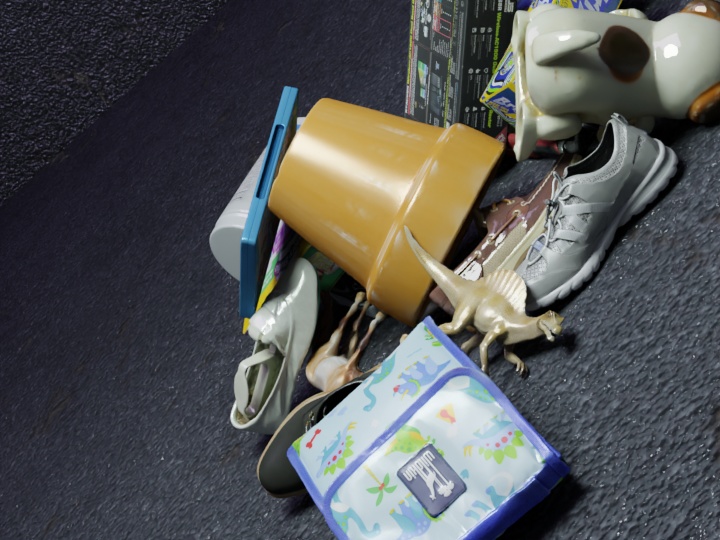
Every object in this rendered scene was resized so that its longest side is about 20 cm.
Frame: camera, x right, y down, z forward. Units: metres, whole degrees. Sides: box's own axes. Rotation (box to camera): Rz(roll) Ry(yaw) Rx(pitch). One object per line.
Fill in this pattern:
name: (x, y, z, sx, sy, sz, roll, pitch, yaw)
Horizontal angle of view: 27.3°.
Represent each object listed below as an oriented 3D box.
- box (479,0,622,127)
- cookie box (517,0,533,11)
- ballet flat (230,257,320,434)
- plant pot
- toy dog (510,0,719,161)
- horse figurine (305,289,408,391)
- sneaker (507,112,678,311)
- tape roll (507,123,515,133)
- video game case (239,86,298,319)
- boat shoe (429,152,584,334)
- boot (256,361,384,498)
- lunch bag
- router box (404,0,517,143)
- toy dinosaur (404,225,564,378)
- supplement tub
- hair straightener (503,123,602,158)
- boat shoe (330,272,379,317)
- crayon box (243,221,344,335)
box: (0.200, -0.236, 1.501, 0.064, 0.070, 0.200, -26, 32, 61)
cookie box: (0.195, -0.300, 1.682, 0.171, 0.075, 0.200, -51, 21, -7)
ballet flat: (-0.092, 0.084, 1.535, 0.069, 0.069, 0.201, -103, 26, -67)
plant pot: (0.018, -0.075, 1.458, 0.201, 0.183, 0.200, -62, -5, -10)
toy dog: (0.243, -0.191, 1.347, 0.194, 0.199, 0.140, 90, 179, -69)
horse figurine: (-0.016, 0.090, 1.504, 0.133, 0.050, 0.200, -57, 24, 8)
sneaker: (0.188, -0.052, 1.322, 0.200, 0.082, 0.075, -50, 20, -2)
tape roll: (0.203, -0.235, 1.708, 0.203, 0.037, 0.203, -39, 22, 19)
video game case: (-0.094, -0.070, 1.535, 0.143, 0.018, 0.200, 98, -176, -57)
boat shoe: (0.136, -0.038, 1.390, 0.200, 0.072, 0.072, -55, -10, -10)
boot: (-0.037, 0.144, 1.332, 0.200, 0.078, 0.138, -41, -11, 19)
lunch bag: (0.055, 0.156, 1.158, 0.170, 0.127, 0.200, -44, 33, 2)
router box: (0.106, -0.235, 1.605, 0.150, 0.062, 0.201, -135, 45, -60)
toy dinosaur: (0.103, 0.040, 1.311, 0.200, 0.058, 0.101, 30, 95, 41)
supplement tub: (-0.089, -0.084, 1.878, 0.132, 0.132, 0.200, -21, 33, 51)
hair straightener: (0.201, -0.155, 1.547, 0.077, 0.041, 0.200, -49, 15, -8)
boat shoe: (0.000, 0.000, 1.628, 0.072, 0.068, 0.200, -51, 20, -11)
crayon box: (-0.062, -0.040, 1.647, 0.200, 0.058, 0.173, 129, 151, -51)
